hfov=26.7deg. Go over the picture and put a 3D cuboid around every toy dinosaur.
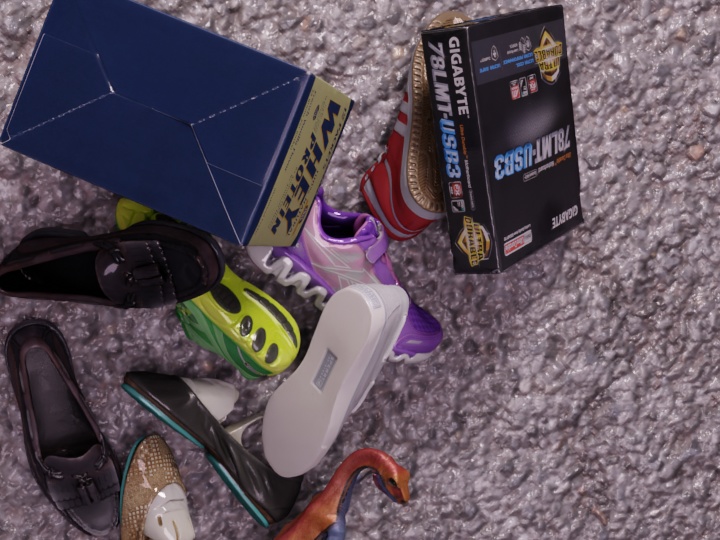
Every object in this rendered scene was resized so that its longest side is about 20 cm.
[{"bbox_3d":[-0.032,0.233,1.295,0.200,0.105,0.182,-16,134,-38],"label":"toy dinosaur"}]

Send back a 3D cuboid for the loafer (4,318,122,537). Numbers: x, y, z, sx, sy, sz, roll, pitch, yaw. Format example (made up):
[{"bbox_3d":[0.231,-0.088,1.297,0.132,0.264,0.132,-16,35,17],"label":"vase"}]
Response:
[{"bbox_3d":[-0.251,0.140,1.277,0.072,0.063,0.200,-20,103,-10],"label":"loafer"}]

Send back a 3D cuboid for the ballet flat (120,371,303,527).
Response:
[{"bbox_3d":[-0.122,0.138,1.313,0.068,0.068,0.200,-47,117,-13],"label":"ballet flat"}]

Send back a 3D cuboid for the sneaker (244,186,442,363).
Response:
[{"bbox_3d":[0.000,0.000,1.296,0.200,0.081,0.088,37,110,-16],"label":"sneaker"}]

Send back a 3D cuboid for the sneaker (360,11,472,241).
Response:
[{"bbox_3d":[0.054,-0.121,1.315,0.071,0.112,0.200,18,65,-14],"label":"sneaker"}]

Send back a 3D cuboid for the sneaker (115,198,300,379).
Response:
[{"bbox_3d":[-0.140,0.018,1.275,0.200,0.084,0.074,48,47,1],"label":"sneaker"}]

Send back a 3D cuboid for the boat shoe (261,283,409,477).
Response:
[{"bbox_3d":[-0.019,0.090,1.265,0.068,0.072,0.200,-9,130,-46],"label":"boat shoe"}]

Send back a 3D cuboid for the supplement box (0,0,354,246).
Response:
[{"bbox_3d":[-0.132,-0.115,1.164,0.200,0.200,0.134,23,94,7],"label":"supplement box"}]

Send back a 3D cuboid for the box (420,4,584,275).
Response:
[{"bbox_3d":[0.125,-0.114,1.271,0.050,0.200,0.199,-3,101,31],"label":"box"}]

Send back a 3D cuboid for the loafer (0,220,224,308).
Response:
[{"bbox_3d":[-0.202,0.004,1.202,0.200,0.063,0.072,1,115,30],"label":"loafer"}]

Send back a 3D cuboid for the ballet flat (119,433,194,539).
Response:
[{"bbox_3d":[-0.173,0.242,1.308,0.070,0.065,0.200,-12,113,-55],"label":"ballet flat"}]
